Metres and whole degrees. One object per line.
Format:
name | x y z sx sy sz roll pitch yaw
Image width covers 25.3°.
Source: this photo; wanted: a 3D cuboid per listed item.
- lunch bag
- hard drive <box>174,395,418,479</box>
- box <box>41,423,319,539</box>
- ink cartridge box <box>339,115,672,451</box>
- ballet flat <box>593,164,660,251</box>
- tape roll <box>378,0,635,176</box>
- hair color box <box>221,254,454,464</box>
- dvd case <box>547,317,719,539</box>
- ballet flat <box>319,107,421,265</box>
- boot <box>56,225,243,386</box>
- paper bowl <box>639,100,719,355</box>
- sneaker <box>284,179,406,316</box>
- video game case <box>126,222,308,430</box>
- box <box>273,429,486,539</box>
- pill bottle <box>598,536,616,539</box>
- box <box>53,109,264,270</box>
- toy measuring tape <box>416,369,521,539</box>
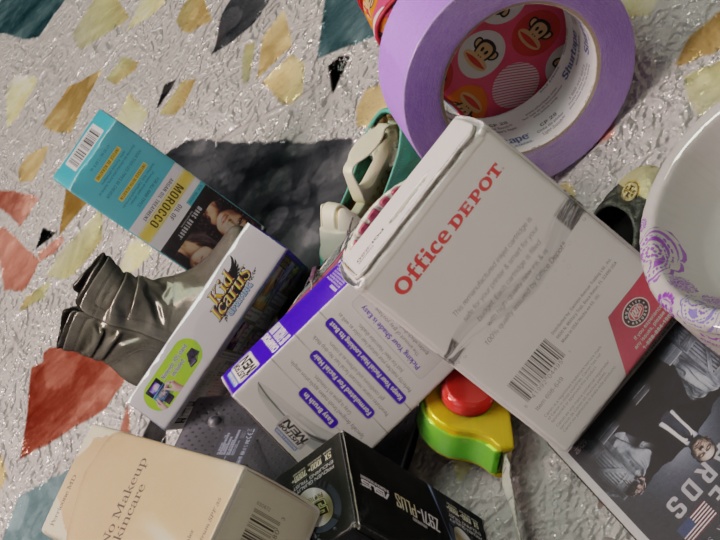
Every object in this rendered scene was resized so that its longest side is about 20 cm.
lunch bag | 0.114 -0.220 1.337 0.176 0.200 0.082 -41 39 14
hard drive | -0.057 0.159 1.284 0.198 0.043 0.135 1 40 19
box | -0.130 0.176 1.126 0.199 0.078 0.096 4 65 50
ink cartridge box | 0.105 0.007 1.143 0.146 0.200 0.085 -51 15 2
ballet flat | 0.170 0.003 1.218 0.201 0.057 0.066 -56 37 -1
tape roll | 0.117 -0.166 1.289 0.200 0.200 0.066 -46 37 12
hair color box | 0.005 0.055 1.209 0.200 0.109 0.065 -44 18 -4
dvd case | 0.227 0.117 1.092 0.151 0.025 0.200 -51 35 6
ballet flat | -0.001 -0.060 1.449 0.067 0.070 0.201 6 67 50
boot | -0.198 0.019 1.533 0.201 0.130 0.068 -55 16 11
paper bowl | 0.293 -0.026 1.061 0.200 0.104 0.202 -28 43 29
sneaker | 0.000 0.000 1.269 0.200 0.081 0.075 -48 22 0
video game case | -0.121 0.053 1.417 0.182 0.045 0.200 -55 -5 -2
box | -0.027 0.232 1.171 0.200 0.163 0.086 -36 39 22
pill bottle | 0.110 0.267 1.026 0.200 0.119 0.120 -43 38 15
box | -0.194 -0.065 1.559 0.083 0.200 0.049 -55 34 -2
toy measuring tape | 0.079 0.136 1.200 0.073 0.073 0.201 -33 40 27
